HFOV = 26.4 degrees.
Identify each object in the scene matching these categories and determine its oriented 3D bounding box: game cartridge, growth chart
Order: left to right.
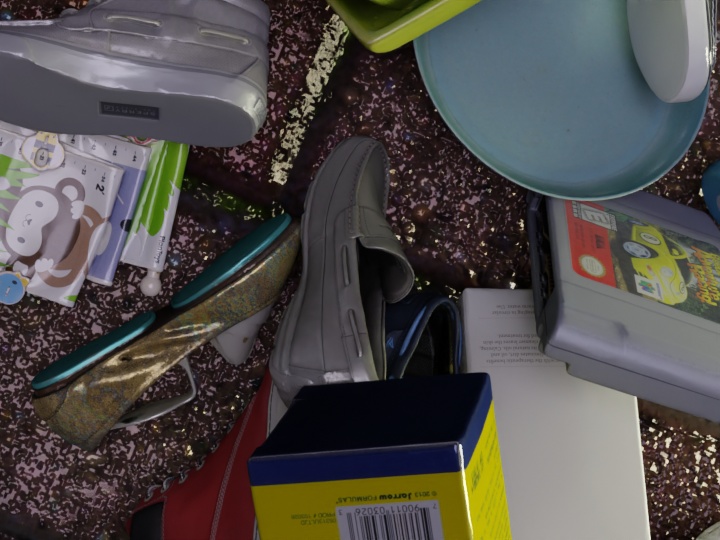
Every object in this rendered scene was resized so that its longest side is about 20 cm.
[{"bbox_3d":[-0.206,-0.047,0.946,0.198,0.018,0.146,7,93,-6],"label":"growth chart"},{"bbox_3d":[0.166,0.007,0.908,0.132,0.201,0.041,21,121,-10],"label":"game cartridge"}]

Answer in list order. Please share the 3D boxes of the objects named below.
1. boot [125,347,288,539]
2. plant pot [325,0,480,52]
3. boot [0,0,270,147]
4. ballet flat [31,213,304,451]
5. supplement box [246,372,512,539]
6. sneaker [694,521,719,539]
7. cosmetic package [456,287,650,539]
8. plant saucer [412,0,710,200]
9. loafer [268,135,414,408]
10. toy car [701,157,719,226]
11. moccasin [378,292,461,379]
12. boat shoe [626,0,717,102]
[{"bbox_3d":[-0.079,0.108,0.945,0.072,0.143,0.201,40,51,-43],"label":"boot"},{"bbox_3d":[0.024,-0.253,0.858,0.199,0.199,0.182,-30,139,-5],"label":"plant pot"},{"bbox_3d":[-0.152,-0.136,0.920,0.198,0.074,0.096,10,60,-9],"label":"boot"},{"bbox_3d":[-0.106,0.042,0.940,0.199,0.071,0.071,-34,96,0],"label":"ballet flat"},{"bbox_3d":[0.021,0.167,0.791,0.109,0.109,0.202,-6,102,14],"label":"supplement box"},{"bbox_3d":[0.212,0.213,0.980,0.199,0.080,0.071,-19,94,-7],"label":"sneaker"},{"bbox_3d":[0.109,0.117,0.922,0.107,0.085,0.202,2,69,-7],"label":"cosmetic package"},{"bbox_3d":[0.122,-0.135,0.947,0.198,0.027,0.202,5,74,-16],"label":"plant saucer"},{"bbox_3d":[0.000,0.000,0.902,0.069,0.070,0.201,-7,51,21],"label":"loafer"},{"bbox_3d":[0.342,-0.049,0.907,0.184,0.200,0.178,-32,96,-12],"label":"toy car"},{"bbox_3d":[0.022,0.106,0.890,0.080,0.068,0.202,11,71,-31],"label":"moccasin"},{"bbox_3d":[0.201,-0.197,0.942,0.067,0.072,0.202,1,67,-16],"label":"boat shoe"}]
